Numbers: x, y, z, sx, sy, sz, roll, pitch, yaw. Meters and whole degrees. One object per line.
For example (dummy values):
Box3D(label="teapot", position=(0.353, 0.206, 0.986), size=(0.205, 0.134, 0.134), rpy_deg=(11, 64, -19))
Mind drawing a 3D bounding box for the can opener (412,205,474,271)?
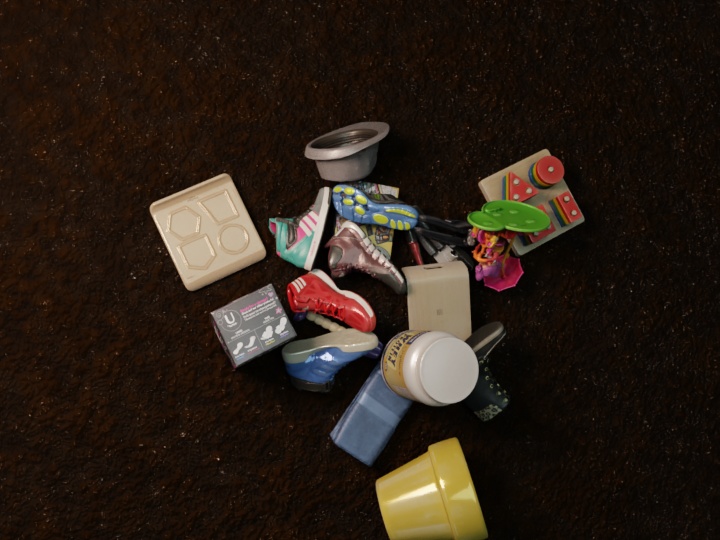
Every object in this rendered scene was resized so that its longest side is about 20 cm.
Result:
Box3D(label="can opener", position=(0.174, -0.063, 1.490), size=(0.200, 0.053, 0.066), rpy_deg=(48, 40, -3))

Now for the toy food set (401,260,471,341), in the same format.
Box3D(label="toy food set", position=(0.165, 0.086, 1.444), size=(0.142, 0.060, 0.202), rpy_deg=(-6, 99, -13))

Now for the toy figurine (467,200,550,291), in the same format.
Box3D(label="toy figurine", position=(0.305, -0.038, 1.446), size=(0.199, 0.150, 0.185), rpy_deg=(-12, 125, -31))

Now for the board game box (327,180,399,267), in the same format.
Box3D(label="board game box", position=(0.007, -0.097, 1.462), size=(0.135, 0.035, 0.201), rpy_deg=(10, 79, -10))

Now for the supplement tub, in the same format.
Box3D(label="supplement tub", position=(0.135, 0.192, 1.305), size=(0.143, 0.200, 0.146), rpy_deg=(2, 85, -18))

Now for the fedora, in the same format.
Box3D(label="fedora", position=(-0.024, -0.252, 1.436), size=(0.200, 0.176, 0.091), rpy_deg=(-35, 124, -39))

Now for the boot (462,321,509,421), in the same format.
Box3D(label="boot", position=(0.274, 0.219, 1.415), size=(0.154, 0.074, 0.204), rpy_deg=(42, 111, -6))

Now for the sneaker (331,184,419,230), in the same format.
Box3D(label="sneaker", position=(0.031, -0.135, 1.423), size=(0.198, 0.083, 0.071), rpy_deg=(16, 104, 6))

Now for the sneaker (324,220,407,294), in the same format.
Box3D(label="sneaker", position=(0.000, 0.000, 1.396), size=(0.115, 0.076, 0.200), rpy_deg=(-41, 81, -9))

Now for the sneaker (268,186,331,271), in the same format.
Box3D(label="sneaker", position=(-0.135, -0.103, 1.412), size=(0.120, 0.084, 0.201), rpy_deg=(15, 63, -2))

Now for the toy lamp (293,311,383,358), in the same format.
Box3D(label="toy lamp", position=(-0.045, 0.129, 1.402), size=(0.199, 0.058, 0.059), rpy_deg=(26, 76, -5))

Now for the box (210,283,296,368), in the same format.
Box3D(label="box", position=(-0.214, 0.113, 1.294), size=(0.132, 0.200, 0.115), rpy_deg=(-27, 88, -15))

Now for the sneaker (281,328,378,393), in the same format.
Box3D(label="sneaker", position=(-0.055, 0.193, 1.357), size=(0.198, 0.077, 0.112), rpy_deg=(-12, 114, -1))

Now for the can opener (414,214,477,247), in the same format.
Box3D(label="can opener", position=(0.190, -0.084, 1.440), size=(0.199, 0.078, 0.064), rpy_deg=(2, 99, -45))

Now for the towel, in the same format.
Box3D(label="towel", position=(0.031, 0.305, 1.392), size=(0.111, 0.049, 0.201), rpy_deg=(37, 74, -8))

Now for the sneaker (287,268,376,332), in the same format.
Box3D(label="sneaker", position=(-0.071, 0.080, 1.340), size=(0.199, 0.079, 0.115), rpy_deg=(31, 39, 30))

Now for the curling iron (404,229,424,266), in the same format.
Box3D(label="curling iron", position=(0.111, -0.052, 1.465), size=(0.049, 0.026, 0.201), rpy_deg=(-13, 94, -10))

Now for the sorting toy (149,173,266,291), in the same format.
Box3D(label="sorting toy", position=(-0.322, -0.081, 1.393), size=(0.184, 0.036, 0.201), rpy_deg=(-26, 91, -15))

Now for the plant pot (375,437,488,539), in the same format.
Box3D(label="plant pot", position=(0.138, 0.463, 1.325), size=(0.188, 0.201, 0.202), rpy_deg=(-18, 85, 2))

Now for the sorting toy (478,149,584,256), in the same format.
Box3D(label="sorting toy", position=(0.414, -0.168, 1.541), size=(0.199, 0.070, 0.200), rpy_deg=(-27, 87, -14))
